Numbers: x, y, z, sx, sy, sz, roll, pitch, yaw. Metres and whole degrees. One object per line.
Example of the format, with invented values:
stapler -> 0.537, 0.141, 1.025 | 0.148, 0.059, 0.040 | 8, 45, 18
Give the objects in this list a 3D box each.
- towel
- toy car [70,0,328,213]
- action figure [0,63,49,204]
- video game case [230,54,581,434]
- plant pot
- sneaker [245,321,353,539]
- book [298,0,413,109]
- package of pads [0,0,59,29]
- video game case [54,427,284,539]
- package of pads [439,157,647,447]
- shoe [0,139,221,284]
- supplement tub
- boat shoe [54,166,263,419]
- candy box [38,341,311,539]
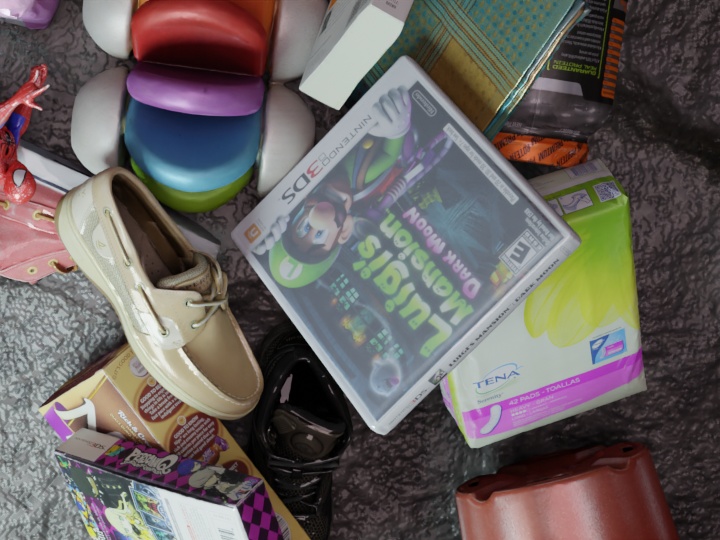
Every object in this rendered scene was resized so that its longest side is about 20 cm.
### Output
towel -> 0.066, -0.154, 1.026 | 0.022, 0.147, 0.200 | 2, 135, -41
toy car -> -0.113, -0.139, 1.029 | 0.174, 0.150, 0.201 | 7, 95, -6
action figure -> -0.262, -0.141, 1.018 | 0.099, 0.065, 0.200 | -37, 74, 15
video game case -> 0.023, -0.022, 0.988 | 0.182, 0.023, 0.200 | -45, 56, 10
plant pot -> 0.163, 0.238, 1.082 | 0.200, 0.201, 0.196 | -13, 88, -4
sneaker -> -0.050, 0.146, 1.084 | 0.076, 0.114, 0.200 | 5, 100, -6
book -> 0.025, -0.223, 1.003 | 0.048, 0.134, 0.201 | 27, 65, -11
package of pads -> -0.230, -0.271, 1.021 | 0.075, 0.121, 0.201 | 17, 95, -7
video game case -> -0.115, 0.214, 1.033 | 0.036, 0.181, 0.201 | -42, 127, -39
package of pads -> 0.121, 0.027, 1.068 | 0.154, 0.068, 0.201 | -17, 130, -4
shoe -> -0.207, -0.025, 1.076 | 0.199, 0.071, 0.091 | 25, 94, -2
supplement tub -> 0.129, -0.178, 1.062 | 0.122, 0.123, 0.201 | 8, 95, -6
boat shoe -> -0.127, 0.017, 1.010 | 0.065, 0.072, 0.200 | -25, 106, 41
candy box -> -0.135, 0.149, 1.070 | 0.200, 0.117, 0.056 | 53, 51, -8
